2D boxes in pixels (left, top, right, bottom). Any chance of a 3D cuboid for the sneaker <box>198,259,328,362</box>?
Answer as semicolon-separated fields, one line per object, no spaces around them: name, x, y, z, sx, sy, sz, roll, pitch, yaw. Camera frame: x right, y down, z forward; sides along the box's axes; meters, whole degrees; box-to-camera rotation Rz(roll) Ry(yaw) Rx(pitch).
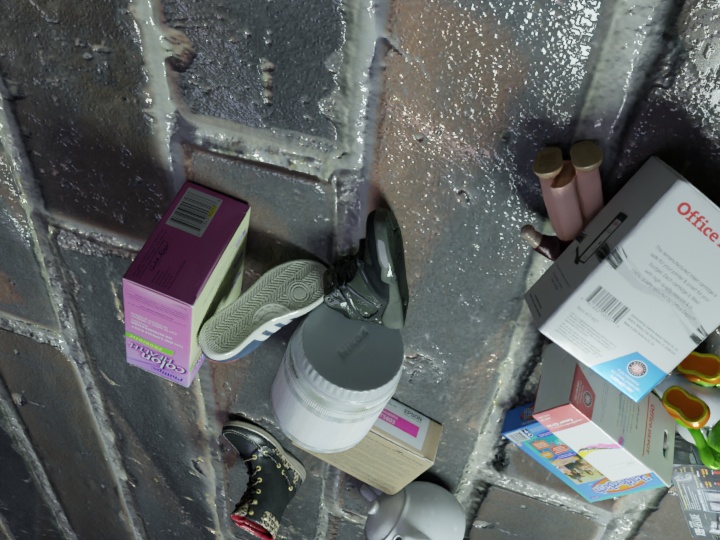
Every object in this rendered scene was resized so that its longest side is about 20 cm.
sneaker;-0.128;0.055;1.154;0.075;0.199;0.085;56;159;10

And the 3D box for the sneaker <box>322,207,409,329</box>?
sneaker;0.000;0.000;1.089;0.113;0.077;0.200;5;144;9

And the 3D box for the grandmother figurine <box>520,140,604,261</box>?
grandmother figurine;0.234;-0.042;0.938;0.120;0.061;0.201;-1;134;28

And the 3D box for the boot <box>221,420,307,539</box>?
boot;-0.193;0.379;1.574;0.073;0.151;0.200;-17;127;40

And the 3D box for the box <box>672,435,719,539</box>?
box;0.524;0.307;1.204;0.157;0.050;0.201;-5;134;32

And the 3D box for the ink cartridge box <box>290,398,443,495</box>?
ink cartridge box;0.008;0.264;1.399;0.199;0.075;0.165;30;140;-7

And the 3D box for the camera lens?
camera lens;-0.035;0.150;1.217;0.159;0.161;0.200;24;142;-1

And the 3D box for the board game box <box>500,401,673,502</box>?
board game box;0.325;0.252;1.246;0.200;0.045;0.152;39;139;-18

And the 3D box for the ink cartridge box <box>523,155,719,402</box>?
ink cartridge box;0.289;0.010;0.881;0.146;0.084;0.200;36;108;-16

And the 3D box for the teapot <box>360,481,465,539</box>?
teapot;0.072;0.434;1.481;0.146;0.198;0.200;35;134;-13

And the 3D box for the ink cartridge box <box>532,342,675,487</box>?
ink cartridge box;0.317;0.187;1.115;0.200;0.117;0.067;40;138;-19

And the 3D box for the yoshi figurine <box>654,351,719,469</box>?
yoshi figurine;0.431;0.178;1.053;0.112;0.113;0.200;-22;145;16

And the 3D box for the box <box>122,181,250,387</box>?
box;-0.229;0.020;1.152;0.096;0.177;0.201;21;143;4
